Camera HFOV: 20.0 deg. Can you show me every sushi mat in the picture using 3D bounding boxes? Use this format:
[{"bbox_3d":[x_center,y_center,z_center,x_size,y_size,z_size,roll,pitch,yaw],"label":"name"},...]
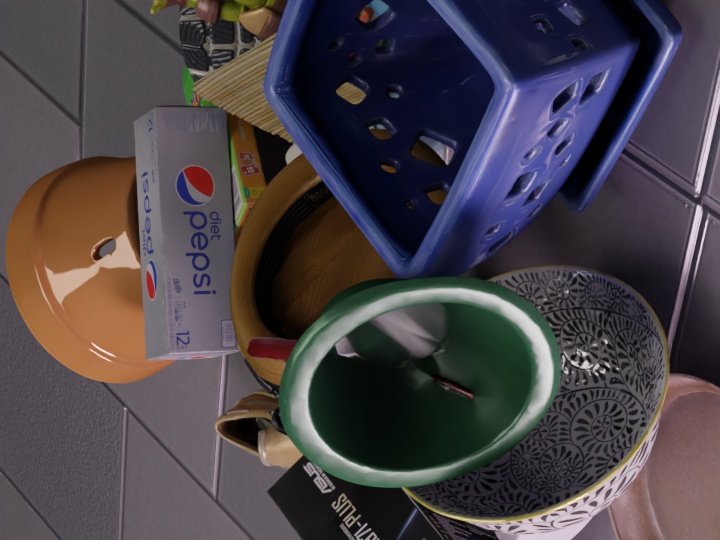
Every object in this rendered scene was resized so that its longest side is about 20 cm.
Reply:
[{"bbox_3d":[-0.056,-0.136,1.535,0.200,0.095,0.012,-15,51,66],"label":"sushi mat"}]

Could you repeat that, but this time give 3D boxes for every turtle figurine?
[{"bbox_3d":[-0.067,-0.193,1.509,0.065,0.161,0.200,-68,11,-15],"label":"turtle figurine"}]

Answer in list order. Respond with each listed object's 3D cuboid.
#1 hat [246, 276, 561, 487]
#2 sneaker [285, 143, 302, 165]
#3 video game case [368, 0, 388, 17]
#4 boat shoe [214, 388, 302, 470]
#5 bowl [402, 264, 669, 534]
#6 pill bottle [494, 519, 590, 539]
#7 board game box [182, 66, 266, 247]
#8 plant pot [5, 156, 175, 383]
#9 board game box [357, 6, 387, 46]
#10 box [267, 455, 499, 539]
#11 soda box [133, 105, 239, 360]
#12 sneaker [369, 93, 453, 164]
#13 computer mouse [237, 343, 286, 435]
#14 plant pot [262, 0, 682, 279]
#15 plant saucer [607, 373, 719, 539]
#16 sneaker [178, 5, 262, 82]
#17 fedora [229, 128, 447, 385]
[{"bbox_3d":[0.014,0.024,1.307,0.176,0.199,0.166,-102,-1,-52],"label":"hat"},{"bbox_3d":[-0.021,-0.034,1.601,0.112,0.076,0.200,68,152,16],"label":"sneaker"},{"bbox_3d":[0.028,-0.272,1.416,0.143,0.018,0.200,54,143,25],"label":"video game case"},{"bbox_3d":[-0.054,0.147,1.741,0.200,0.076,0.072,4,106,54],"label":"boat shoe"},{"bbox_3d":[0.121,0.103,1.351,0.200,0.201,0.094,34,165,44],"label":"bowl"},{"bbox_3d":[0.086,0.110,1.483,0.200,0.112,0.112,49,141,31],"label":"pill bottle"},{"bbox_3d":[-0.115,-0.112,1.703,0.096,0.030,0.201,117,143,-53],"label":"board game box"},{"bbox_3d":[-0.187,-0.017,1.767,0.140,0.200,0.201,-25,84,45],"label":"plant pot"},{"bbox_3d":[-0.007,-0.233,1.530,0.135,0.029,0.201,44,138,35],"label":"board game box"},{"bbox_3d":[0.047,0.209,1.504,0.086,0.200,0.164,-44,61,9],"label":"box"},{"bbox_3d":[-0.141,-0.029,1.654,0.068,0.063,0.201,163,105,-67],"label":"soda box"},{"bbox_3d":[0.025,-0.075,1.511,0.074,0.082,0.201,29,128,46],"label":"sneaker"},{"bbox_3d":[-0.067,0.064,1.651,0.046,0.140,0.201,-38,62,23],"label":"computer mouse"},{"bbox_3d":[0.077,-0.136,1.313,0.200,0.179,0.200,54,144,26],"label":"plant pot"},{"bbox_3d":[0.238,0.161,1.354,0.200,0.032,0.201,29,128,46],"label":"plant saucer"},{"bbox_3d":[-0.098,-0.237,1.629,0.077,0.080,0.201,8,111,9],"label":"sneaker"},{"bbox_3d":[0.000,0.000,1.453,0.200,0.082,0.202,-15,62,30],"label":"fedora"}]
